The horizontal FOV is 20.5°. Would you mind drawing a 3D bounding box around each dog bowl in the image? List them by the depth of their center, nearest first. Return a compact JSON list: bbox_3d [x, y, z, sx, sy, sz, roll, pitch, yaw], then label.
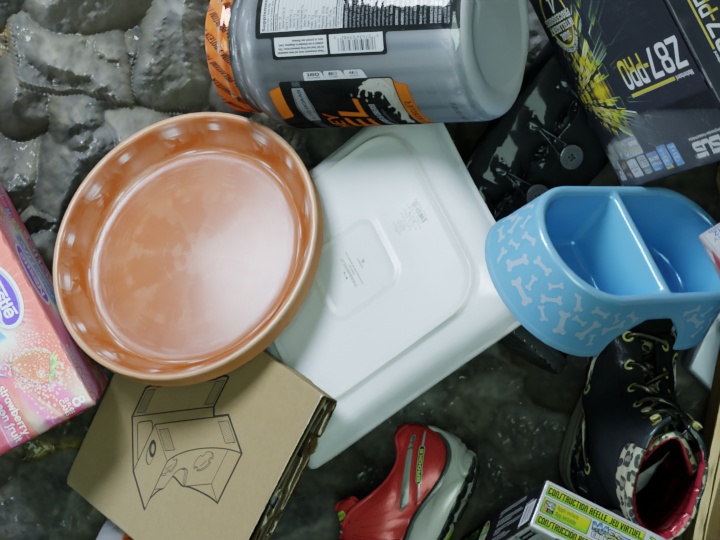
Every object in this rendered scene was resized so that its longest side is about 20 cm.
[{"bbox_3d":[0.173,-0.005,1.322,0.050,0.199,0.112,-48,56,40],"label":"dog bowl"}]

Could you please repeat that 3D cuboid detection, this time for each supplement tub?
[{"bbox_3d":[0.003,-0.158,1.338,0.199,0.122,0.124,0,98,28],"label":"supplement tub"}]

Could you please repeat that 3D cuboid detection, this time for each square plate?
[{"bbox_3d":[0.000,0.000,1.358,0.198,0.028,0.201,-36,59,16],"label":"square plate"}]

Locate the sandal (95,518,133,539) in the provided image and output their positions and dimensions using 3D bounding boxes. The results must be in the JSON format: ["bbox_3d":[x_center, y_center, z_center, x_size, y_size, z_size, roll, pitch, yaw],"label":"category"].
[{"bbox_3d":[-0.133,0.177,1.430,0.059,0.079,0.208,34,79,-42],"label":"sandal"}]

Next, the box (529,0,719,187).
[{"bbox_3d":[0.187,-0.143,1.280,0.049,0.200,0.162,-30,94,-14],"label":"box"}]

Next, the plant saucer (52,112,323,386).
[{"bbox_3d":[-0.118,-0.014,1.380,0.199,0.032,0.202,-8,65,18],"label":"plant saucer"}]

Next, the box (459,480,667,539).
[{"bbox_3d":[0.138,0.205,1.380,0.109,0.200,0.035,27,67,-5],"label":"box"}]

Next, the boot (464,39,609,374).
[{"bbox_3d":[0.141,-0.048,1.415,0.165,0.066,0.201,41,79,-30],"label":"boot"}]

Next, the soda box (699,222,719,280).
[{"bbox_3d":[0.297,0.043,1.316,0.070,0.064,0.200,-32,125,2],"label":"soda box"}]

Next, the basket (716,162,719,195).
[{"bbox_3d":[0.315,-0.143,1.345,0.141,0.149,0.202,0,88,6],"label":"basket"}]

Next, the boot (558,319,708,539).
[{"bbox_3d":[0.204,0.081,1.381,0.073,0.154,0.205,12,97,-13],"label":"boot"}]

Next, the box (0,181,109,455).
[{"bbox_3d":[-0.268,0.022,1.394,0.102,0.095,0.201,-27,97,1],"label":"box"}]

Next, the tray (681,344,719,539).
[{"bbox_3d":[0.298,0.108,1.416,0.098,0.037,0.202,10,98,-2],"label":"tray"}]

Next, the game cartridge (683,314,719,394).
[{"bbox_3d":[0.335,0.029,1.442,0.133,0.040,0.200,43,94,-10],"label":"game cartridge"}]

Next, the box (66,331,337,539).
[{"bbox_3d":[-0.115,0.119,1.374,0.021,0.200,0.164,22,96,-45],"label":"box"}]

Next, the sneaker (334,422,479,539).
[{"bbox_3d":[0.013,0.202,1.447,0.085,0.077,0.201,30,95,15],"label":"sneaker"}]
